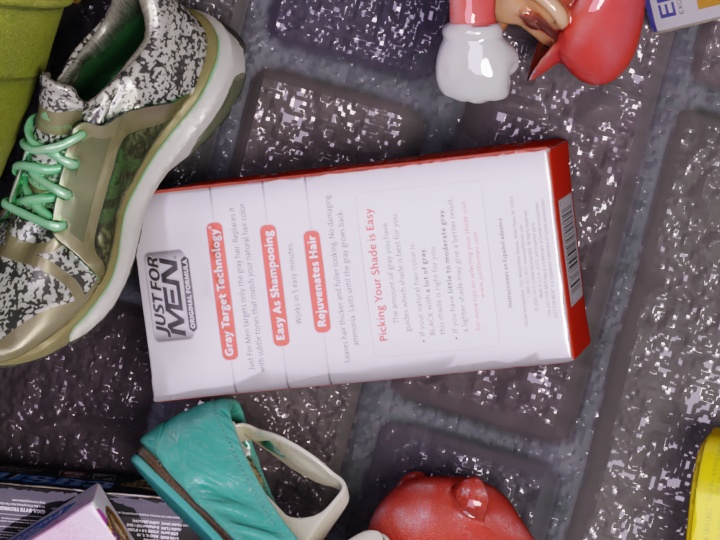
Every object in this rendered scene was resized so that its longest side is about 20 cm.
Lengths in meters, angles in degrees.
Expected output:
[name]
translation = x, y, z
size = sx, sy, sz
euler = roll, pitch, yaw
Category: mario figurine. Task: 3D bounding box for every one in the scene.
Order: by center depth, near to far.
[mario figurine]
translation = 0.040, -0.148, 1.208
size = 0.200, 0.106, 0.123
euler = 39, 83, -17

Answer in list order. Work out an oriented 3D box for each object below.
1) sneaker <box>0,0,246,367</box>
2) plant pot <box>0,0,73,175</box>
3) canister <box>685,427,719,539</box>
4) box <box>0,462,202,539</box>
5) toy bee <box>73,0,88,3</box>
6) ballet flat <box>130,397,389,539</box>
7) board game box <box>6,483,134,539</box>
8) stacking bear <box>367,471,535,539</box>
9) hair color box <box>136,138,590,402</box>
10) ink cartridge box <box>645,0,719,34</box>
[sneaker]
translation = -0.133, -0.052, 1.217
size = 0.077, 0.089, 0.200
euler = 18, 71, 33
[plant pot]
translation = -0.247, -0.055, 1.224
size = 0.200, 0.200, 0.193
euler = 16, 101, 10
[canister]
translation = 0.246, 0.151, 1.211
size = 0.200, 0.087, 0.149
euler = 7, 99, 13
[box]
translation = -0.170, 0.194, 1.309
size = 0.200, 0.050, 0.199
euler = 5, 99, -2
[toy bee]
translation = -0.084, -0.201, 1.229
size = 0.131, 0.109, 0.200
euler = 31, 103, 9
[ballet flat]
translation = -0.025, 0.127, 1.215
size = 0.070, 0.067, 0.200
euler = -39, 58, -6
[board game box]
translation = -0.154, 0.236, 1.271
size = 0.199, 0.041, 0.200
euler = -33, 98, 3
[stacking bear]
translation = 0.038, 0.194, 1.253
size = 0.114, 0.121, 0.200
euler = 4, 86, -22
[hair color box]
translation = 0.000, 0.000, 1.259
size = 0.200, 0.061, 0.102
euler = -5, 95, 13
[ink cartridge box]
translation = 0.197, -0.218, 1.182
size = 0.200, 0.043, 0.196
euler = -9, 96, 40
